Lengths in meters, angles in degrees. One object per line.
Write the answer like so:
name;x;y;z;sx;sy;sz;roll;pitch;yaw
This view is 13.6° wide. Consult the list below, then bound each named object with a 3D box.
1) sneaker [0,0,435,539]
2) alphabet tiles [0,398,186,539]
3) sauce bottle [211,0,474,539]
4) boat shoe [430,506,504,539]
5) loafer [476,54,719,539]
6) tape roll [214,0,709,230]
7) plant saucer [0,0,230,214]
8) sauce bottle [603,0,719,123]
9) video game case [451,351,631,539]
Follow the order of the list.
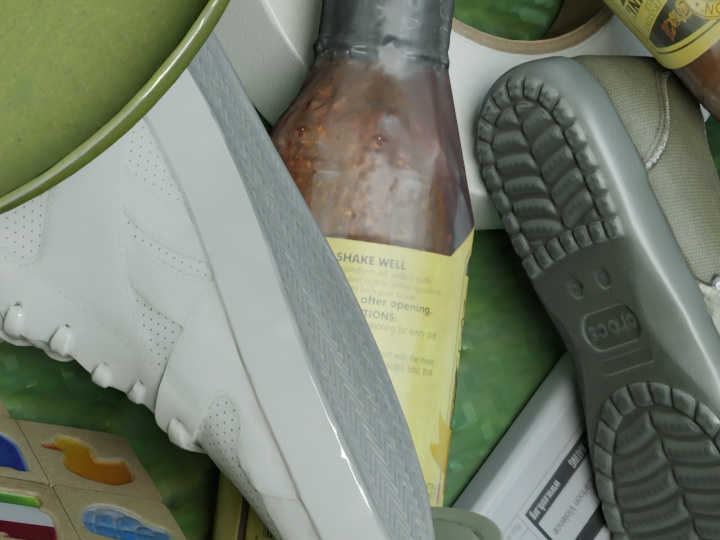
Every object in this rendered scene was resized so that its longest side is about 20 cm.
sneaker;-0.067;0.013;0.779;0.201;0.115;0.074;63;11;16
alphabet tiles;-0.110;0.064;0.719;0.166;0.200;0.006;11;114;-30
sauce bottle;0.000;0.000;0.836;0.066;0.066;0.201;10;87;-30
boat shoe;-0.034;0.133;0.742;0.201;0.072;0.061;-32;120;-31
loafer;0.103;0.025;0.881;0.069;0.075;0.201;-26;100;-35
tape roll;0.033;-0.113;0.929;0.202;0.037;0.204;10;72;-31
plant saucer;-0.101;-0.091;0.762;0.031;0.199;0.201;43;53;-53
sauce bottle;0.104;-0.086;0.861;0.065;0.065;0.200;-27;66;-34
video game case;0.075;0.152;0.893;0.182;0.023;0.200;47;57;-13
